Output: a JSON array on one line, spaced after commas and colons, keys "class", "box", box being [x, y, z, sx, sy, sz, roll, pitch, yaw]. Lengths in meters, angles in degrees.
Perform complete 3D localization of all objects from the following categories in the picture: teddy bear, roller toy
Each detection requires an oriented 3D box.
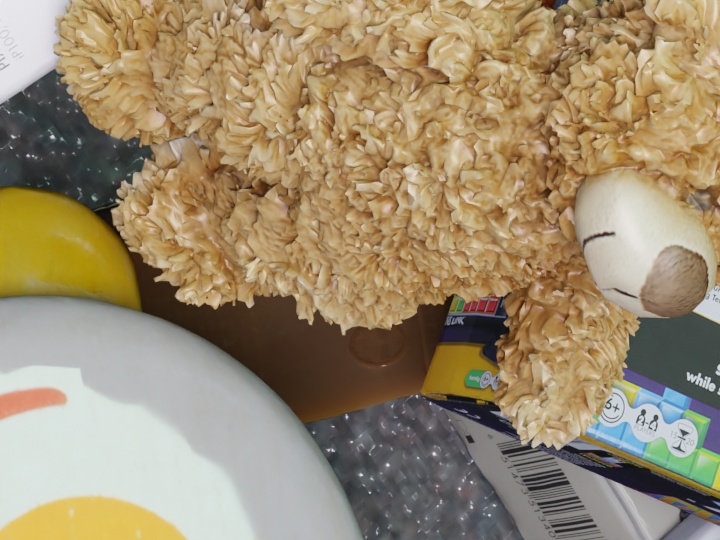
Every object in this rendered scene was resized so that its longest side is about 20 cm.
[{"class": "teddy bear", "box": [0.016, -0.022, 0.605, 0.067, 0.199, 0.146, -50, 151, -46]}, {"class": "roller toy", "box": [-0.090, 0.100, 0.675, 0.182, 0.140, 0.200, 43, 66, -14]}]

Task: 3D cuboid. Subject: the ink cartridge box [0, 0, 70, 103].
[{"class": "ink cartridge box", "box": [-0.083, -0.101, 0.689, 0.199, 0.117, 0.068, -33, 109, 0]}]

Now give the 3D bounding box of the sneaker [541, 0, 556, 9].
[{"class": "sneaker", "box": [0.084, -0.121, 0.767, 0.200, 0.077, 0.073, -38, 89, -17]}]

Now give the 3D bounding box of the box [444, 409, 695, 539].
[{"class": "box", "box": [0.127, 0.016, 0.861, 0.200, 0.068, 0.082, -38, 100, -29]}]

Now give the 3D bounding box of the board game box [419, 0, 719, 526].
[{"class": "board game box", "box": [0.133, -0.007, 0.732, 0.199, 0.057, 0.166, 25, 79, -26]}]

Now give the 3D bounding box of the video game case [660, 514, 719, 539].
[{"class": "video game case", "box": [0.156, 0.140, 0.800, 0.200, 0.022, 0.183, -39, 103, -11]}]

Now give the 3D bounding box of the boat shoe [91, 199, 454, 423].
[{"class": "boat shoe", "box": [0.000, 0.000, 0.776, 0.199, 0.071, 0.070, -1, 36, -5]}]
